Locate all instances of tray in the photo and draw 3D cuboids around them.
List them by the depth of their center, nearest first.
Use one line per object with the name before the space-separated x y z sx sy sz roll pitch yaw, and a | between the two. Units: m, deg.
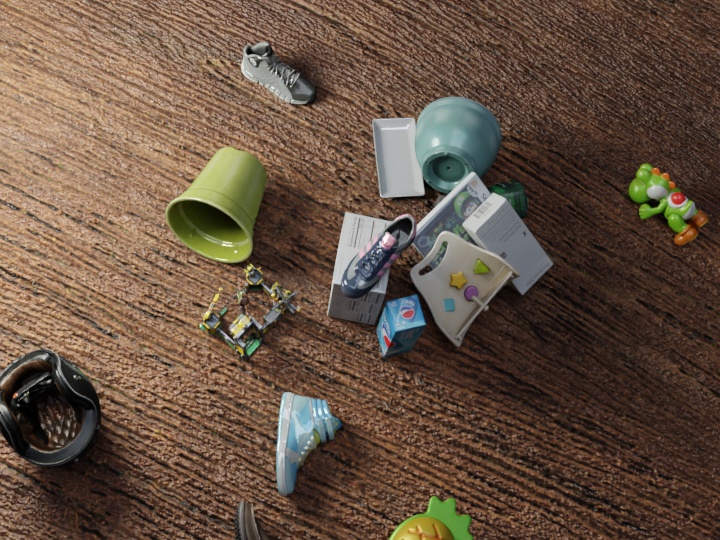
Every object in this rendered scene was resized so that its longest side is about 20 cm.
tray | 0.087 -0.260 1.883 0.105 0.022 0.205 -3 70 -6

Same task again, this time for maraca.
maraca | 0.131 0.529 1.547 0.137 0.107 0.200 46 72 4

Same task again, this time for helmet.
helmet | -0.585 0.268 1.528 0.195 0.193 0.202 -15 36 11

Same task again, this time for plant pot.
plant pot | -0.289 -0.153 1.729 0.196 0.202 0.187 19 57 2
plant pot | 0.204 -0.257 1.781 0.196 0.202 0.136 19 51 2

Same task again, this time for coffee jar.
coffee jar | 0.268 -0.142 1.811 0.195 0.104 0.087 -13 105 -11

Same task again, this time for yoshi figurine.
yoshi figurine | 0.702 -0.157 1.884 0.112 0.112 0.200 -41 93 22

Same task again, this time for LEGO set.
LEGO set | -0.233 0.078 1.672 0.199 0.116 0.154 -38 77 -18

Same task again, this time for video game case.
video game case | 0.222 -0.077 1.746 0.200 0.023 0.182 -43 115 -1

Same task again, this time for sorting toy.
sorting toy | 0.204 0.020 1.708 0.179 0.107 0.201 41 96 -2

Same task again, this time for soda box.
soda box | 0.080 0.116 1.645 0.066 0.201 0.066 -13 71 -10

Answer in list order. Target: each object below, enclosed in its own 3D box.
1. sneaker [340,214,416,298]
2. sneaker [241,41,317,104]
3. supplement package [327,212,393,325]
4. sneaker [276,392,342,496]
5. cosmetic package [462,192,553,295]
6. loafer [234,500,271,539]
sneaker | 0.035 -0.035 1.545 0.070 0.082 0.201 38 70 8
sneaker | -0.191 -0.464 1.880 0.196 0.116 0.076 24 69 4
supplement package | 0.000 0.000 1.681 0.108 0.201 0.159 11 68 -2
sneaker | -0.102 0.346 1.608 0.127 0.080 0.205 4 70 -3
cosmetic package | 0.316 -0.056 1.733 0.102 0.074 0.200 -43 114 0
loafer | -0.191 0.537 1.539 0.069 0.073 0.204 -11 76 -21
